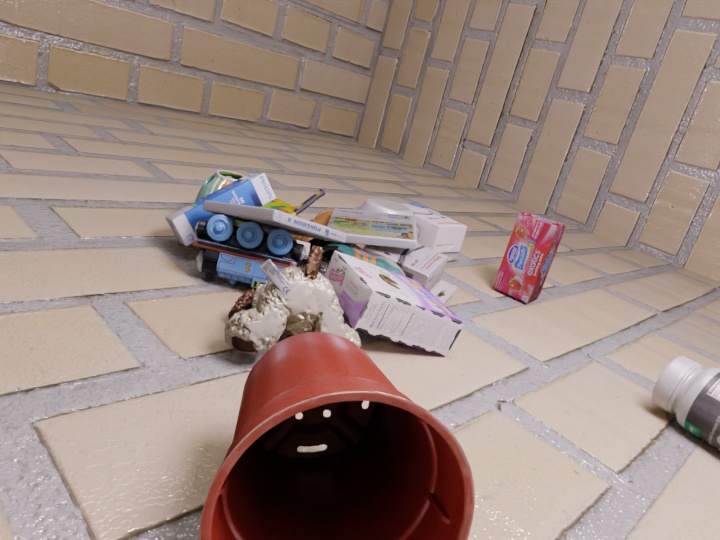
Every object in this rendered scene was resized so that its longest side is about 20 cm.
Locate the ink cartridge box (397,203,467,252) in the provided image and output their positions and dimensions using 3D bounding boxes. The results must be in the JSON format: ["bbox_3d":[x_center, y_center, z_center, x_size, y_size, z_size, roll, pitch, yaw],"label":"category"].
[{"bbox_3d":[0.196,-0.129,1.592,0.145,0.085,0.199,-5,27,-45],"label":"ink cartridge box"}]

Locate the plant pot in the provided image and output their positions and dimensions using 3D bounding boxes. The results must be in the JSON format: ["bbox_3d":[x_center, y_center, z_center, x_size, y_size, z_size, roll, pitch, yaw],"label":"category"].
[{"bbox_3d":[-0.030,0.157,0.468,0.198,0.203,0.195,10,11,-14],"label":"plant pot"}]

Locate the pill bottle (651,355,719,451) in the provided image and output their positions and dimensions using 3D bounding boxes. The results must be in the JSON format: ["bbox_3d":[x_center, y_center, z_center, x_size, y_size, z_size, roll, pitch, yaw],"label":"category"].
[{"bbox_3d":[0.583,0.228,0.843,0.112,0.114,0.200,1,23,-36],"label":"pill bottle"}]

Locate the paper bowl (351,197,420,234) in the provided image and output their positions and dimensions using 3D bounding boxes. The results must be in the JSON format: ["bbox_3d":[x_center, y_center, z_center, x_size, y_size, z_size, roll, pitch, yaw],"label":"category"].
[{"bbox_3d":[0.069,-0.133,1.475,0.198,0.105,0.201,14,18,-4],"label":"paper bowl"}]

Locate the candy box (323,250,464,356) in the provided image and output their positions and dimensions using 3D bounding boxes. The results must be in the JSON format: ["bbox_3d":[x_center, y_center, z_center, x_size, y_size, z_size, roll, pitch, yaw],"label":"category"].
[{"bbox_3d":[0.050,0.055,0.913,0.199,0.072,0.168,20,14,-31],"label":"candy box"}]

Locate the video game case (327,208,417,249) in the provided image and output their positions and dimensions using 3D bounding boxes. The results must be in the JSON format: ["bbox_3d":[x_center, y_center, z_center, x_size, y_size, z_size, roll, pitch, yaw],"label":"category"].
[{"bbox_3d":[0.027,-0.096,1.198,0.197,0.023,0.182,6,23,2],"label":"video game case"}]

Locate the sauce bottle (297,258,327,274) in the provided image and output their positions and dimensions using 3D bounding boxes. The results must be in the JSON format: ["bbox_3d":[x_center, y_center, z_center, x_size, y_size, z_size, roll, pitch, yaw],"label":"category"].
[{"bbox_3d":[-0.164,-0.015,1.020,0.198,0.065,0.065,15,19,-8],"label":"sauce bottle"}]

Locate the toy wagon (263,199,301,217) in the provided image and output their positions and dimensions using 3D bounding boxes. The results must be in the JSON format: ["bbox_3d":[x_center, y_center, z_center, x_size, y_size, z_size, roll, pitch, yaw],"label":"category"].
[{"bbox_3d":[-0.252,-0.151,1.369,0.154,0.040,0.199,26,21,30],"label":"toy wagon"}]

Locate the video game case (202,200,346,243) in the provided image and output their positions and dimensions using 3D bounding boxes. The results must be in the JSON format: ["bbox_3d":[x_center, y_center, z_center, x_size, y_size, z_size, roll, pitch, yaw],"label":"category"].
[{"bbox_3d":[-0.154,-0.087,0.961,0.199,0.022,0.181,11,-2,39],"label":"video game case"}]

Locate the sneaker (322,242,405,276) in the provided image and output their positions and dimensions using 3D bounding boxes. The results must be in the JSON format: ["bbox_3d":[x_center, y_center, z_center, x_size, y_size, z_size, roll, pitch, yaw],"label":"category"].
[{"bbox_3d":[0.000,0.000,1.113,0.199,0.072,0.080,27,37,26],"label":"sneaker"}]

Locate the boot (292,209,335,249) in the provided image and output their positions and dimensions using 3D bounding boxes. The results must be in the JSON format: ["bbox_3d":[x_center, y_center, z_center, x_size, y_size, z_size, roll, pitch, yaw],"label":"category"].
[{"bbox_3d":[-0.079,-0.092,1.263,0.198,0.078,0.155,-3,20,-31],"label":"boot"}]

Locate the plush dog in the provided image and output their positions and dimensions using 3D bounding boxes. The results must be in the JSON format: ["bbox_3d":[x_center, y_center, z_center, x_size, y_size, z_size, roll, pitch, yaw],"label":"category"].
[{"bbox_3d":[-0.104,0.049,0.799,0.198,0.163,0.171,10,-7,-22],"label":"plush dog"}]

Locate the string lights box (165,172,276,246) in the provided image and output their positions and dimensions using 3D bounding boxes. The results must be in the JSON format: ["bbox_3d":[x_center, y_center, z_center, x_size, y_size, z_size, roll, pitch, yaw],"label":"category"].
[{"bbox_3d":[-0.278,-0.125,1.056,0.199,0.059,0.103,-32,21,-19],"label":"string lights box"}]

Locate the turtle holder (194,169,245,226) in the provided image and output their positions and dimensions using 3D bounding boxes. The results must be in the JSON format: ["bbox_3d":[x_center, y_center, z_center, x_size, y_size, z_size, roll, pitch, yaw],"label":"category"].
[{"bbox_3d":[-0.296,-0.154,1.200,0.139,0.133,0.186,15,19,1],"label":"turtle holder"}]

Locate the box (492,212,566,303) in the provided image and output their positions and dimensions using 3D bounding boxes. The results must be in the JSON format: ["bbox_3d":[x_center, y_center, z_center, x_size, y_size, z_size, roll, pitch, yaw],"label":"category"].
[{"bbox_3d":[0.415,-0.033,1.311,0.099,0.202,0.095,26,19,30],"label":"box"}]

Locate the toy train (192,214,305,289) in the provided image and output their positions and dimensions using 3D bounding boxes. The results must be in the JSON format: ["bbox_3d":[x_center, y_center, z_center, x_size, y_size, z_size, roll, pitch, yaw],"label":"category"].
[{"bbox_3d":[-0.199,-0.027,0.941,0.198,0.116,0.087,13,-1,-5],"label":"toy train"}]

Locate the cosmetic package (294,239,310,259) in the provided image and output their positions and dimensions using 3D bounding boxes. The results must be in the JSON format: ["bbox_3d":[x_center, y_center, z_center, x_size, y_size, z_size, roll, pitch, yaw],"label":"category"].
[{"bbox_3d":[-0.204,-0.043,1.084,0.198,0.051,0.083,13,17,-7],"label":"cosmetic package"}]

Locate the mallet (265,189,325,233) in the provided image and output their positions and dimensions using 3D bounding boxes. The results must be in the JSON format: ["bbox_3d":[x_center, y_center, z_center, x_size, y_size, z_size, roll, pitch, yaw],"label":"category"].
[{"bbox_3d":[-0.152,-0.123,1.218,0.199,0.041,0.066,-36,45,-19],"label":"mallet"}]

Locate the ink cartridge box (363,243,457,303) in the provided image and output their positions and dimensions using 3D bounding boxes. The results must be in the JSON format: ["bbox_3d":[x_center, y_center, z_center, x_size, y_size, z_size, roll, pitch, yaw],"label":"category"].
[{"bbox_3d":[0.113,-0.007,1.166,0.199,0.068,0.116,25,35,21],"label":"ink cartridge box"}]
